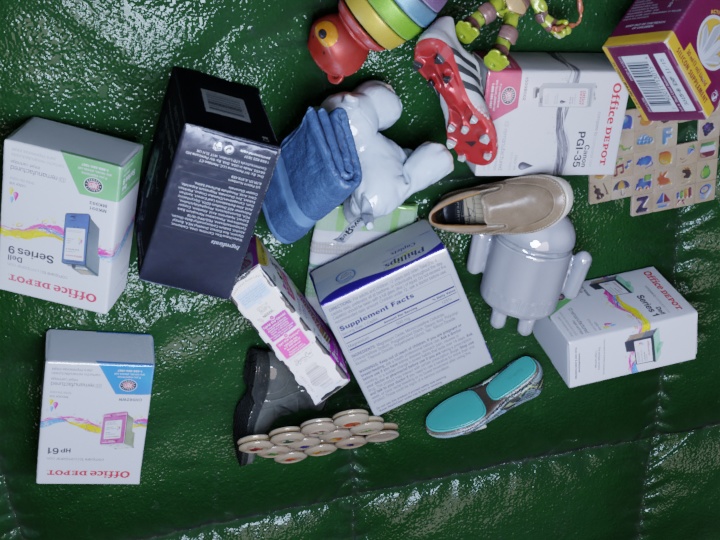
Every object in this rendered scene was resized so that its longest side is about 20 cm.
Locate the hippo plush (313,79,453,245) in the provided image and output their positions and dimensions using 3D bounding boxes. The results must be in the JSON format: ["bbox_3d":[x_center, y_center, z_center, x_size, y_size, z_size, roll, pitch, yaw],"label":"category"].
[{"bbox_3d":[0.000,-0.146,1.355,0.199,0.159,0.162,-36,96,-32],"label":"hippo plush"}]

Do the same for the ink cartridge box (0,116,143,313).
[{"bbox_3d":[-0.353,-0.065,1.301,0.144,0.088,0.202,14,118,1],"label":"ink cartridge box"}]

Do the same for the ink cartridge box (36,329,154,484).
[{"bbox_3d":[-0.362,0.190,1.461,0.143,0.085,0.202,4,118,-17],"label":"ink cartridge box"}]

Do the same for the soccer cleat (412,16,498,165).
[{"bbox_3d":[0.125,-0.216,1.312,0.068,0.086,0.201,-3,135,35],"label":"soccer cleat"}]

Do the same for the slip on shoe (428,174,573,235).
[{"bbox_3d":[0.180,-0.083,1.405,0.060,0.198,0.077,-17,104,-52],"label":"slip on shoe"}]

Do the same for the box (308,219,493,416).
[{"bbox_3d":[0.055,0.064,1.459,0.182,0.105,0.201,-25,119,0],"label":"box"}]

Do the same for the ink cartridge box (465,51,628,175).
[{"bbox_3d":[0.241,-0.206,1.405,0.198,0.083,0.148,-2,118,-11],"label":"ink cartridge box"}]

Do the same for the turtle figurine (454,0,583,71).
[{"bbox_3d":[0.180,-0.339,1.317,0.200,0.064,0.162,45,71,-28],"label":"turtle figurine"}]

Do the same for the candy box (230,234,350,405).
[{"bbox_3d":[-0.099,0.062,1.411,0.061,0.137,0.201,-36,109,5],"label":"candy box"}]

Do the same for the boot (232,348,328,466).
[{"bbox_3d":[-0.108,0.199,1.549,0.129,0.068,0.202,3,118,-23],"label":"boot"}]

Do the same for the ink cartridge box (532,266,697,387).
[{"bbox_3d":[0.368,0.079,1.559,0.198,0.145,0.085,-12,121,-8],"label":"ink cartridge box"}]

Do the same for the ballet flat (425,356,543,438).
[{"bbox_3d":[0.195,0.206,1.632,0.199,0.074,0.075,-29,121,6],"label":"ballet flat"}]

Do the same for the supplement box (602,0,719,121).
[{"bbox_3d":[0.413,-0.302,1.342,0.131,0.103,0.201,48,67,-30],"label":"supplement box"}]

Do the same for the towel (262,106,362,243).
[{"bbox_3d":[-0.070,-0.112,1.307,0.048,0.113,0.200,-9,166,-33],"label":"towel"}]

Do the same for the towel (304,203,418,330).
[{"bbox_3d":[0.000,0.000,1.486,0.147,0.031,0.202,0,118,-16],"label":"towel"}]

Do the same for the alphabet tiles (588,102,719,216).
[{"bbox_3d":[0.418,-0.158,1.525,0.198,0.008,0.169,-11,120,-8],"label":"alphabet tiles"}]

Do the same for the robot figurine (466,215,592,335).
[{"bbox_3d":[0.233,-0.012,1.492,0.168,0.113,0.202,12,116,2],"label":"robot figurine"}]

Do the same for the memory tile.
[{"bbox_3d":[-0.057,0.235,1.496,0.198,0.017,0.153,-18,156,20],"label":"memory tile"}]

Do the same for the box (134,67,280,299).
[{"bbox_3d":[-0.190,-0.107,1.279,0.116,0.197,0.202,12,115,-20],"label":"box"}]

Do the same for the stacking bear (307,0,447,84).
[{"bbox_3d":[0.020,-0.311,1.279,0.199,0.122,0.114,-38,166,18],"label":"stacking bear"}]
